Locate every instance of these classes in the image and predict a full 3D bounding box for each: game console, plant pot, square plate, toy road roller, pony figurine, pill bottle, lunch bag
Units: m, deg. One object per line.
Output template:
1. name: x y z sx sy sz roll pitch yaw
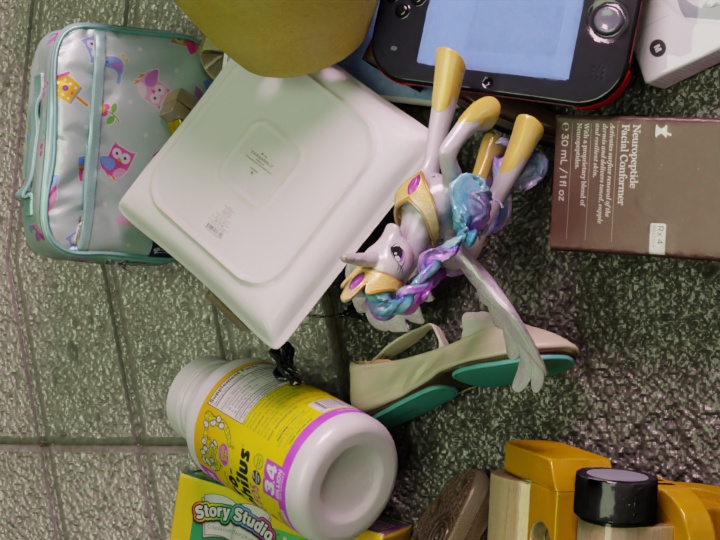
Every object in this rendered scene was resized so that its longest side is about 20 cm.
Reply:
1. game console: 0.111 -0.212 1.218 0.198 0.031 0.179 11 90 23
2. plant pot: -0.059 -0.227 1.233 0.198 0.200 0.143 8 131 29
3. square plate: -0.070 -0.075 1.276 0.200 0.028 0.199 39 90 30
4. toy road roller: 0.189 0.196 1.211 0.200 0.145 0.124 -171 83 -67
5. pony figurine: 0.061 -0.023 1.188 0.165 0.193 0.201 14 65 33
6. pill bottle: -0.069 0.133 1.335 0.199 0.104 0.105 23 102 46
7. lunch bag: -0.200 -0.098 1.384 0.077 0.159 0.202 0 87 57

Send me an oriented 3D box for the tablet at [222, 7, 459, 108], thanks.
1. tablet: -0.007 -0.202 1.327 0.198 0.014 0.132 8 92 10

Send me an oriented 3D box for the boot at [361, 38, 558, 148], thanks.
1. boot: 0.118 -0.211 1.268 0.185 0.064 0.201 28 93 9

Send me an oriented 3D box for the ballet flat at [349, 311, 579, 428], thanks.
1. ballet flat: 0.073 0.066 1.294 0.199 0.069 0.070 -20 81 29

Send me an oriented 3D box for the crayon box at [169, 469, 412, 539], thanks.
1. crayon box: -0.067 0.269 1.376 0.198 0.058 0.174 12 95 29

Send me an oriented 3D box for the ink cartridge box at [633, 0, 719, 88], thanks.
1. ink cartridge box: 0.259 -0.260 1.193 0.199 0.040 0.201 -25 78 27

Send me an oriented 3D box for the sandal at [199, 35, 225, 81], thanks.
1. sandal: -0.051 -0.127 1.362 0.080 0.054 0.200 -44 73 -3

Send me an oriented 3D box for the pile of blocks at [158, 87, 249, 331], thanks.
1. pile of blocks: -0.110 -0.050 1.348 0.062 0.082 0.202 -11 104 55

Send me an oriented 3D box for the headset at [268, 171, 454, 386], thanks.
1. headset: 0.000 0.000 1.292 0.123 0.094 0.200 40 103 -17

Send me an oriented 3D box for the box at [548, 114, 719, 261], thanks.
1. box: 0.237 -0.056 1.191 0.198 0.075 0.101 4 92 28

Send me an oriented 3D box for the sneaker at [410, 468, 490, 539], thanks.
1. sneaker: 0.068 0.254 1.303 0.075 0.070 0.201 26 89 -17
